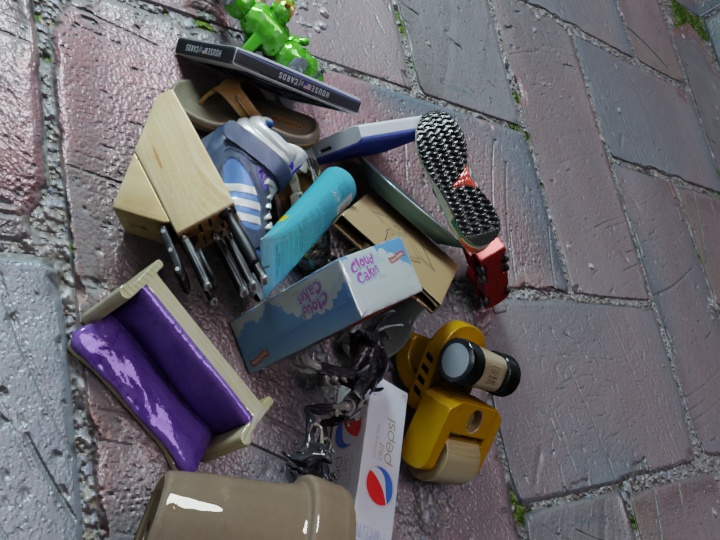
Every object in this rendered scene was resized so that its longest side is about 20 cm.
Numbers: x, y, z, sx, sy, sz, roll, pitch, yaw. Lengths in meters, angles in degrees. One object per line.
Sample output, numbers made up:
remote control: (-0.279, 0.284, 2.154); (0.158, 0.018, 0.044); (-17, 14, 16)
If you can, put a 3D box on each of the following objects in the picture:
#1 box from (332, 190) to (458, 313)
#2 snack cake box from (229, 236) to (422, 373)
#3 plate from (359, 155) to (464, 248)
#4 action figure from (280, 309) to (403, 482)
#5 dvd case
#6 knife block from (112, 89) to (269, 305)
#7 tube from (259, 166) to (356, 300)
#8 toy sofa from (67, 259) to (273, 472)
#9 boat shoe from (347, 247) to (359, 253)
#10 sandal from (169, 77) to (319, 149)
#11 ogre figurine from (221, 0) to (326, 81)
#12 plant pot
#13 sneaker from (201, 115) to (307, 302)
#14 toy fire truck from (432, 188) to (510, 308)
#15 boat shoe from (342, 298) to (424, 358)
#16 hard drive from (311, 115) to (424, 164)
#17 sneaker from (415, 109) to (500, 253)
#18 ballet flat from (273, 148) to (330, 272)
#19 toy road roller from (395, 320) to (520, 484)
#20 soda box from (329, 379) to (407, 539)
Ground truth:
box: (0.050, -0.030, 1.100); (0.163, 0.021, 0.200); (42, 19, 0)
snack cake box: (-0.041, 0.041, 0.958); (0.114, 0.198, 0.068); (-18, 82, -49)
plate: (0.068, -0.089, 1.209); (0.199, 0.026, 0.200); (41, 7, -6)
action figure: (-0.028, 0.129, 0.966); (0.203, 0.100, 0.119); (-62, 156, -20)
dvd case: (-0.115, -0.244, 1.080); (0.197, 0.149, 0.025); (15, 96, -42)
knife block: (-0.162, -0.073, 0.909); (0.172, 0.064, 0.204); (15, 69, 3)
tube: (-0.065, -0.052, 0.990); (0.201, 0.049, 0.079); (-54, 147, -49)
toy sofa: (-0.189, 0.102, 0.859); (0.201, 0.082, 0.098); (53, 40, -12)
boat shoe: (0.000, 0.000, 1.121); (0.064, 0.073, 0.200); (59, 40, -8)
sandal: (-0.138, -0.204, 1.060); (0.196, 0.054, 0.081); (12, 45, -17)
ogre figurine: (-0.123, -0.317, 1.129); (0.120, 0.096, 0.203); (-102, 167, -70)
plant pot: (-0.121, 0.271, 0.789); (0.172, 0.201, 0.203); (23, 52, -14)
sneaker: (-0.110, -0.084, 1.001); (0.145, 0.081, 0.203); (-28, 86, -17)
toy fire truck: (0.168, -0.046, 1.288); (0.142, 0.048, 0.201); (59, -6, 33)
boat shoe: (0.032, 0.056, 1.144); (0.202, 0.064, 0.075); (-49, 119, -42)
hard drive: (0.014, -0.180, 1.183); (0.198, 0.130, 0.026); (-20, 94, -49)
sneaker: (0.123, -0.113, 1.156); (0.069, 0.094, 0.203); (-21, 76, -9)
ballet flat: (-0.080, -0.101, 1.081); (0.071, 0.071, 0.205); (-3, 74, -47)
toy road roller: (0.107, 0.166, 1.135); (0.122, 0.145, 0.204); (20, 92, -45)
soda box: (0.003, 0.230, 1.009); (0.063, 0.068, 0.203); (33, 49, -30)
